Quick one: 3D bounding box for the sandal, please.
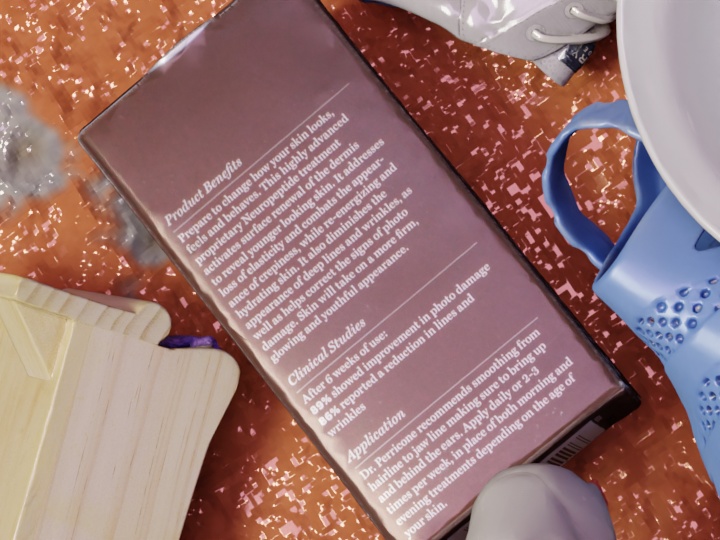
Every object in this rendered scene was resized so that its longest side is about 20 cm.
[{"bbox_3d":[0.114,0.012,0.839,0.080,0.087,0.201,-56,35,35],"label":"sandal"}]

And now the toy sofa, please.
[{"bbox_3d":[-0.125,0.103,0.914,0.097,0.083,0.201,18,84,-30],"label":"toy sofa"}]

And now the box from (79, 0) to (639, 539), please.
[{"bbox_3d":[0.000,0.000,0.901,0.100,0.075,0.200,-39,78,4],"label":"box"}]

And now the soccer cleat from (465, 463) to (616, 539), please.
[{"bbox_3d":[0.072,0.162,0.816,0.069,0.078,0.201,-12,103,23],"label":"soccer cleat"}]

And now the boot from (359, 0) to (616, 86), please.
[{"bbox_3d":[0.094,-0.112,0.915,0.199,0.074,0.096,18,95,18],"label":"boot"}]

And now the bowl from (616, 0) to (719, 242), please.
[{"bbox_3d":[0.191,-0.084,0.810,0.200,0.090,0.203,-3,83,27],"label":"bowl"}]
